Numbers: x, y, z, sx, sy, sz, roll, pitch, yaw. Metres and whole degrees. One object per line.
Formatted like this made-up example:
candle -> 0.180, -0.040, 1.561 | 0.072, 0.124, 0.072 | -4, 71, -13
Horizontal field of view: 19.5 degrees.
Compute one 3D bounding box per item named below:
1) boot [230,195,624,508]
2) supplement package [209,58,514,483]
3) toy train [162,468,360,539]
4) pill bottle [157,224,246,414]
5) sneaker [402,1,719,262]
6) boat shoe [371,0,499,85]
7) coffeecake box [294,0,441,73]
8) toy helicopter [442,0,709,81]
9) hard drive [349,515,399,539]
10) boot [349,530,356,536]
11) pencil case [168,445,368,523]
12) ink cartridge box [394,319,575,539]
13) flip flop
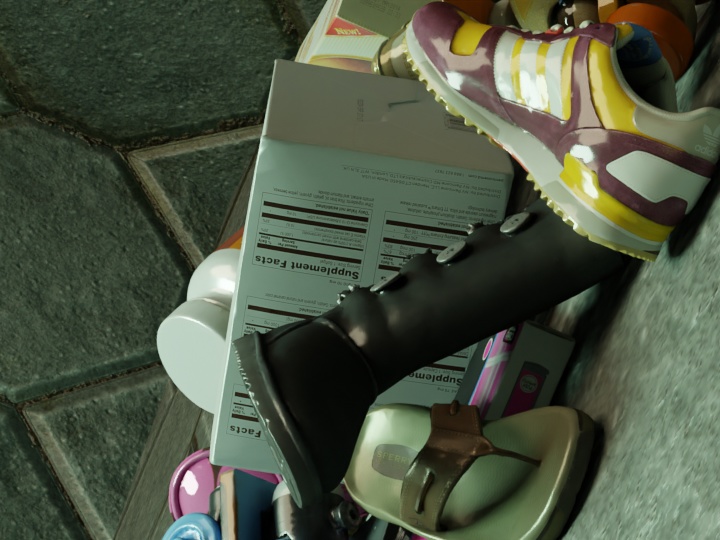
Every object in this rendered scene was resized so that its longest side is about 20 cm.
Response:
boot -> 0.040, 0.032, 1.037 | 0.165, 0.199, 0.066 | -120, 8, -68
supplement package -> 0.000, 0.000, 1.258 | 0.191, 0.146, 0.201 | -88, 8, -71
toy train -> -0.043, 0.199, 1.108 | 0.114, 0.087, 0.201 | -22, 57, 31
pill bottle -> -0.051, 0.013, 1.500 | 0.200, 0.112, 0.112 | -43, -9, -38
sneaker -> 0.102, -0.092, 1.024 | 0.200, 0.075, 0.090 | 47, 111, 37
boat shoe -> 0.074, -0.154, 1.402 | 0.201, 0.063, 0.073 | -34, -70, -61
coffeecake box -> 0.036, -0.148, 1.568 | 0.200, 0.153, 0.073 | 130, 161, -66
toy helicopter -> 0.084, -0.159, 1.096 | 0.132, 0.200, 0.079 | -37, 22, 56
hard drive -> -0.012, 0.225, 1.275 | 0.200, 0.033, 0.140 | 127, 164, -60
boot -> -0.029, 0.133, 1.516 | 0.200, 0.072, 0.155 | -59, 10, 10
pencil case -> -0.040, 0.137, 1.325 | 0.200, 0.093, 0.091 | -17, -90, -71
ink cartridge box -> 0.055, 0.120, 1.125 | 0.095, 0.037, 0.201 | -165, 96, -82
flip flop -> 0.042, 0.095, 1.041 | 0.200, 0.057, 0.081 | 5, 71, 57
